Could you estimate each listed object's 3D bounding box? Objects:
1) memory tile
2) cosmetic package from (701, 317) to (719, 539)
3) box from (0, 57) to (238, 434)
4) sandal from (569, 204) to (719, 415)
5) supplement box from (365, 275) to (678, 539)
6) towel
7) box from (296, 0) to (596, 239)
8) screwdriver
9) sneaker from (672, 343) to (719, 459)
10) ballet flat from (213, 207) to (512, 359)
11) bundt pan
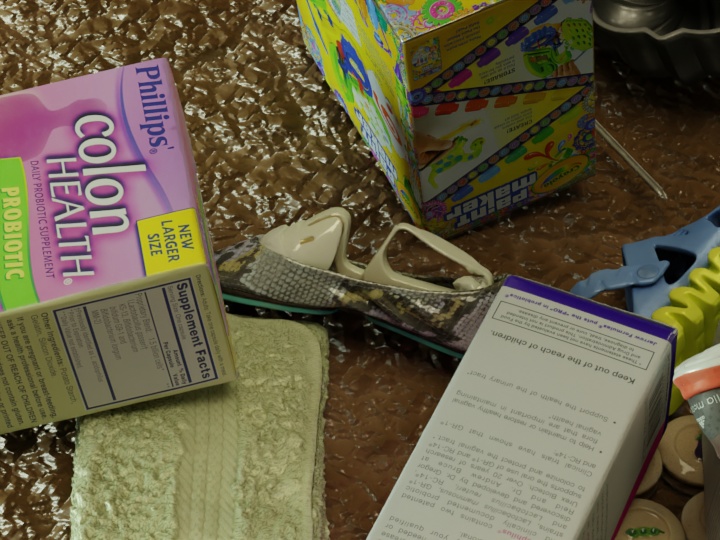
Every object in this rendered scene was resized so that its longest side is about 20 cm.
[{"bbox_3d":[0.227,0.141,1.233,0.200,0.017,0.153,-5,50,-9],"label":"memory tile"},{"bbox_3d":[0.246,0.118,1.192,0.113,0.081,0.200,7,48,1],"label":"cosmetic package"},{"bbox_3d":[-0.185,-0.010,1.242,0.200,0.097,0.176,-12,46,-2],"label":"box"},{"bbox_3d":[0.191,0.000,1.314,0.087,0.080,0.200,22,46,31],"label":"sandal"},{"bbox_3d":[0.085,0.118,1.171,0.103,0.101,0.200,18,55,16],"label":"supplement box"},{"bbox_3d":[-0.089,0.100,1.228,0.148,0.036,0.200,1,49,-3],"label":"towel"},{"bbox_3d":[0.044,-0.162,1.350,0.122,0.193,0.200,-23,55,-10],"label":"box"},{"bbox_3d":[0.137,-0.106,1.433,0.028,0.029,0.200,-24,58,-23],"label":"screwdriver"},{"bbox_3d":[0.260,0.061,1.159,0.200,0.077,0.082,-14,79,-18],"label":"sneaker"},{"bbox_3d":[0.000,0.000,1.296,0.200,0.072,0.072,14,50,5],"label":"ballet flat"},{"bbox_3d":[0.233,-0.200,1.458,0.202,0.076,0.202,-13,47,14],"label":"bundt pan"}]
